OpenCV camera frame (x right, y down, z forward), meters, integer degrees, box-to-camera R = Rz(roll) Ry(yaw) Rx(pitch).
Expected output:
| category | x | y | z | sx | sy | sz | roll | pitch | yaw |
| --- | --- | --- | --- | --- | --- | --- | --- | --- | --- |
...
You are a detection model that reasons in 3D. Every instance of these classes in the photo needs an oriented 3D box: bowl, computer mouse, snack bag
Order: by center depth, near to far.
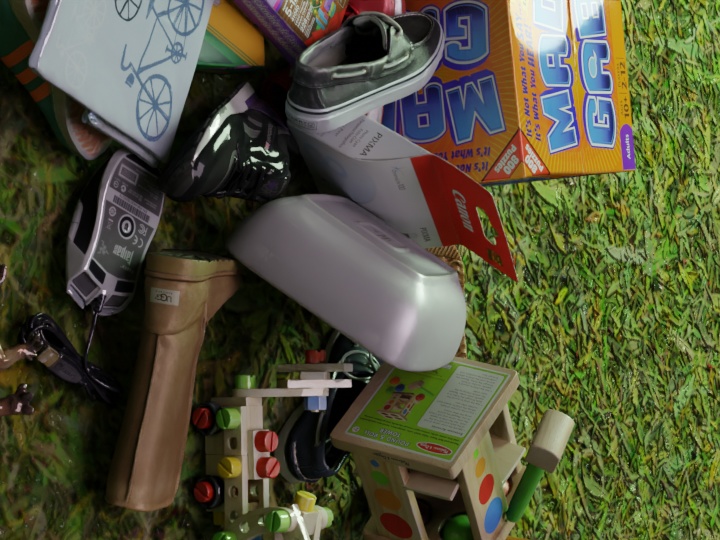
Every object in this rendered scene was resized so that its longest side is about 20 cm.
| category | x | y | z | sx | sy | sz | roll | pitch | yaw |
| --- | --- | --- | --- | --- | --- | --- | --- | --- | --- |
| snack bag | -0.179 | -0.197 | 1.429 | 0.200 | 0.021 | 0.189 | 34 | 69 | -60 |
| computer mouse | -0.208 | -0.003 | 1.482 | 0.110 | 0.044 | 0.200 | 35 | 64 | -46 |
| bowl | 0.000 | 0.000 | 1.589 | 0.075 | 0.200 | 0.200 | -59 | 165 | 11 |

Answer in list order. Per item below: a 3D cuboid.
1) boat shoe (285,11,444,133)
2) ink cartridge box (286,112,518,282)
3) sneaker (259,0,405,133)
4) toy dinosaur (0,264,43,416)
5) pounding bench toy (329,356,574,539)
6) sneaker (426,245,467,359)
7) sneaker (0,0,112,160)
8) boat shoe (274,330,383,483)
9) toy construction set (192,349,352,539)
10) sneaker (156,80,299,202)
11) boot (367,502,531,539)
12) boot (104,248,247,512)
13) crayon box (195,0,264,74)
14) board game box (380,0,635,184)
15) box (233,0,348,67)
| category | x | y | z | sx | sy | sz | roll | pitch | yaw |
| --- | --- | --- | --- | --- | --- | --- | --- | --- | --- |
| boat shoe | 0.012 | -0.185 | 1.598 | 0.200 | 0.072 | 0.071 | -41 | 151 | -44 |
| ink cartridge box | 0.038 | -0.060 | 1.633 | 0.047 | 0.200 | 0.160 | -49 | 152 | -14 |
| sneaker | -0.026 | -0.200 | 1.675 | 0.115 | 0.078 | 0.200 | -11 | 107 | -49 |
| toy dinosaur | -0.307 | 0.060 | 1.329 | 0.135 | 0.086 | 0.200 | 4 | 101 | -41 |
| pounding bench toy | 0.102 | 0.180 | 1.646 | 0.124 | 0.200 | 0.156 | -52 | 140 | -37 |
| sneaker | 0.066 | 0.050 | 1.792 | 0.090 | 0.075 | 0.200 | -98 | -167 | -69 |
| sneaker | -0.242 | -0.172 | 1.436 | 0.071 | 0.080 | 0.200 | -49 | 145 | -29 |
| boat shoe | -0.009 | 0.110 | 1.701 | 0.075 | 0.062 | 0.200 | 59 | 46 | -27 |
| toy construction set | -0.073 | 0.160 | 1.563 | 0.092 | 0.131 | 0.200 | 25 | 68 | -48 |
| sneaker | -0.096 | -0.092 | 1.533 | 0.088 | 0.076 | 0.200 | 41 | 26 | -5 |
| boot | 0.109 | 0.256 | 1.770 | 0.201 | 0.144 | 0.071 | 52 | 50 | -35 |
| boot | -0.153 | 0.084 | 1.524 | 0.175 | 0.066 | 0.200 | -3 | 103 | -74 |
| crayon box | -0.144 | -0.268 | 1.567 | 0.119 | 0.058 | 0.200 | -3 | 90 | -51 |
| board game box | 0.119 | -0.181 | 1.772 | 0.200 | 0.200 | 0.200 | -6 | 91 | -52 |
| box | -0.046 | -0.293 | 1.603 | 0.137 | 0.039 | 0.200 | 43 | 59 | -51 |
